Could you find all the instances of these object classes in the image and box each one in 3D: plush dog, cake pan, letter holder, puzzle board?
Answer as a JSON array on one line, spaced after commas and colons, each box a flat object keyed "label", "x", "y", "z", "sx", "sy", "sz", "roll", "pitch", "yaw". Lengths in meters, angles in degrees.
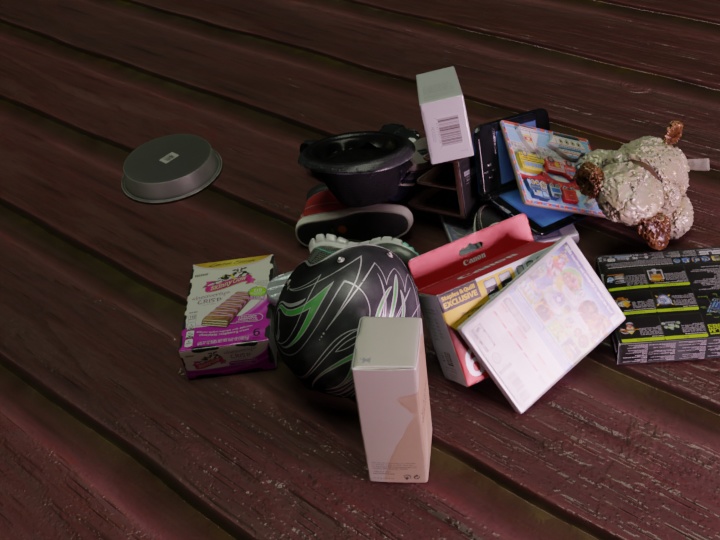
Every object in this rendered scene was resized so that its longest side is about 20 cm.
[{"label": "plush dog", "x": 0.419, "y": -0.128, "z": 1.422, "sx": 0.199, "sy": 0.161, "sz": 0.172, "roll": 36, "pitch": 49, "yaw": 12}, {"label": "cake pan", "x": -0.367, "y": -0.202, "z": 1.822, "sx": 0.198, "sy": 0.037, "sz": 0.201, "roll": -6, "pitch": 39, "yaw": 5}, {"label": "letter holder", "x": 0.178, "y": -0.180, "z": 1.595, "sx": 0.141, "sy": 0.101, "sz": 0.199, "roll": 14, "pitch": 35, "yaw": 43}, {"label": "puzzle board", "x": 0.317, "y": -0.162, "z": 1.511, "sx": 0.199, "sy": 0.017, "sz": 0.152, "roll": 6, "pitch": 61, "yaw": -35}]

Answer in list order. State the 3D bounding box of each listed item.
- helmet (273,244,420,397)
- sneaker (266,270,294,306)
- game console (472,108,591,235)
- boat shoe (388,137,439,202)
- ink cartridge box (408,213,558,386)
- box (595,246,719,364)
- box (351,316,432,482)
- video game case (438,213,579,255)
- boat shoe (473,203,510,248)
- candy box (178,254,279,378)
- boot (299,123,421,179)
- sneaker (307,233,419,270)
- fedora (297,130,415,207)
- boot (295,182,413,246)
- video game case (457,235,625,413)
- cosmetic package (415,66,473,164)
[{"label": "helmet", "x": -0.012, "y": 0.069, "z": 1.269, "sx": 0.200, "sy": 0.201, "sz": 0.190, "roll": -38, "pitch": 16, "yaw": -31}, {"label": "sneaker", "x": -0.041, "y": 0.044, "z": 1.416, "sx": 0.198, "sy": 0.071, "sz": 0.073, "roll": 0, "pitch": 47, "yaw": -3}, {"label": "game console", "x": 0.288, "y": -0.162, "z": 1.514, "sx": 0.118, "sy": 0.172, "sz": 0.199, "roll": 5, "pitch": 20, "yaw": 44}, {"label": "boat shoe", "x": 0.098, "y": -0.175, "z": 1.664, "sx": 0.075, "sy": 0.093, "sz": 0.199, "roll": 46, "pitch": 30, "yaw": 21}, {"label": "ink cartridge box", "x": 0.187, "y": 0.035, "z": 1.293, "sx": 0.199, "sy": 0.177, "sz": 0.084, "roll": -23, "pitch": 8, "yaw": -15}, {"label": "box", "x": 0.446, "y": 0.046, "z": 1.340, "sx": 0.198, "sy": 0.048, "sz": 0.194, "roll": -5, "pitch": 41, "yaw": 5}, {"label": "box", "x": 0.041, "y": 0.160, "z": 1.161, "sx": 0.077, "sy": 0.201, "sz": 0.095, "roll": 0, "pitch": 40, "yaw": 10}, {"label": "video game case", "x": 0.236, "y": -0.086, "z": 1.562, "sx": 0.198, "sy": 0.023, "sz": 0.183, "roll": -12, "pitch": 39, "yaw": -2}, {"label": "boat shoe", "x": 0.219, "y": -0.037, "z": 1.449, "sx": 0.073, "sy": 0.061, "sz": 0.201, "roll": -9, "pitch": 50, "yaw": 1}, {"label": "candy box", "x": -0.194, "y": 0.066, "z": 1.439, "sx": 0.135, "sy": 0.061, "sz": 0.201, "roll": -8, "pitch": 39, "yaw": 3}, {"label": "boot", "x": 0.009, "y": -0.218, "z": 1.733, "sx": 0.197, "sy": 0.074, "sz": 0.162, "roll": 29, "pitch": 54, "yaw": 29}, {"label": "sneaker", "x": 0.000, "y": 0.000, "z": 1.480, "sx": 0.198, "sy": 0.078, "sz": 0.092, "roll": 2, "pitch": 48, "yaw": 26}, {"label": "fedora", "x": -0.003, "y": -0.159, "z": 1.538, "sx": 0.199, "sy": 0.092, "sz": 0.201, "roll": -8, "pitch": 24, "yaw": 3}, {"label": "boot", "x": -0.004, "y": -0.111, "z": 1.610, "sx": 0.198, "sy": 0.073, "sz": 0.145, "roll": -4, "pitch": 38, "yaw": 13}, {"label": "video game case", "x": 0.242, "y": 0.071, "z": 1.256, "sx": 0.200, "sy": 0.144, "sz": 0.018, "roll": -39, "pitch": 9, "yaw": -12}, {"label": "cosmetic package", "x": 0.134, "y": -0.255, "z": 1.537, "sx": 0.071, "sy": 0.102, "sz": 0.200, "roll": -11, "pitch": 23, "yaw": 7}]
